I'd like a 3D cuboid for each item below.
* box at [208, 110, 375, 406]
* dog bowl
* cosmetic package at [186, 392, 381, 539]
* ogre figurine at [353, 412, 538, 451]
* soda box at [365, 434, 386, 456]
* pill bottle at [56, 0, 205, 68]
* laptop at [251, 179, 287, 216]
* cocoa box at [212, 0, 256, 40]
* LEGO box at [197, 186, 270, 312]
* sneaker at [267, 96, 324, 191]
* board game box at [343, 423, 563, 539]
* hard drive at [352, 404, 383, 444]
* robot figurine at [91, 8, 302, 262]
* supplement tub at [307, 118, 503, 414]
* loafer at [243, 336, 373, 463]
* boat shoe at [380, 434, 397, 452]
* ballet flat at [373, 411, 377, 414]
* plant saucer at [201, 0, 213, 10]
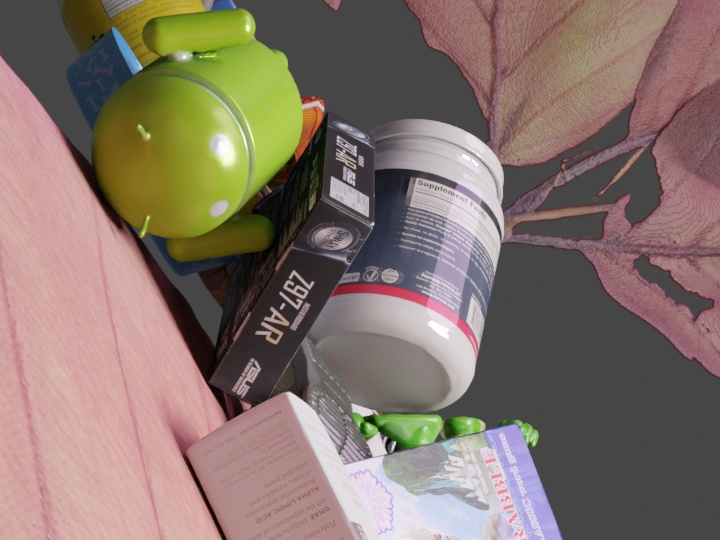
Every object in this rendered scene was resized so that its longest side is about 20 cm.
[{"bbox_3d":[-0.047,-0.012,1.406,0.043,0.161,0.200,28,18,-10],"label":"box"},{"bbox_3d":[-0.159,-0.085,1.476,0.201,0.049,0.111,62,2,-10],"label":"dog bowl"},{"bbox_3d":[-0.018,0.178,1.107,0.201,0.074,0.102,61,3,16],"label":"cosmetic package"},{"bbox_3d":[0.057,0.173,1.510,0.200,0.098,0.121,14,72,-57],"label":"ogre figurine"},{"bbox_3d":[0.023,0.226,1.415,0.201,0.063,0.068,61,24,0],"label":"soda box"},{"bbox_3d":[-0.184,-0.204,1.606,0.201,0.111,0.111,63,2,14],"label":"pill bottle"},{"bbox_3d":[0.000,0.000,1.635,0.200,0.103,0.178,-42,134,-57],"label":"laptop"},{"bbox_3d":[-0.128,-0.139,1.890,0.134,0.131,0.200,63,2,33],"label":"cocoa box"},{"bbox_3d":[-0.116,-0.047,1.718,0.201,0.077,0.149,63,2,33],"label":"LEGO box"},{"bbox_3d":[-0.063,-0.108,1.677,0.200,0.073,0.078,50,38,-84],"label":"sneaker"},{"bbox_3d":[0.062,0.209,1.236,0.199,0.041,0.201,-9,73,-46],"label":"board game box"},{"bbox_3d":[-0.005,0.163,1.558,0.201,0.026,0.132,71,17,6],"label":"hard drive"},{"bbox_3d":[-0.112,-0.095,1.344,0.200,0.115,0.176,-50,142,-60],"label":"robot figurine"},{"bbox_3d":[0.035,-0.003,1.518,0.141,0.140,0.201,60,35,-46],"label":"supplement tub"},{"bbox_3d":[-0.041,0.116,1.368,0.075,0.070,0.200,49,9,-17],"label":"loafer"},{"bbox_3d":[0.036,0.163,1.659,0.199,0.073,0.066,15,-66,41],"label":"boat shoe"},{"bbox_3d":[-0.003,0.170,1.818,0.201,0.072,0.072,63,2,15],"label":"ballet flat"},{"bbox_3d":[-0.215,-0.283,1.712,0.050,0.200,0.201,-31,94,-44],"label":"plant saucer"}]
